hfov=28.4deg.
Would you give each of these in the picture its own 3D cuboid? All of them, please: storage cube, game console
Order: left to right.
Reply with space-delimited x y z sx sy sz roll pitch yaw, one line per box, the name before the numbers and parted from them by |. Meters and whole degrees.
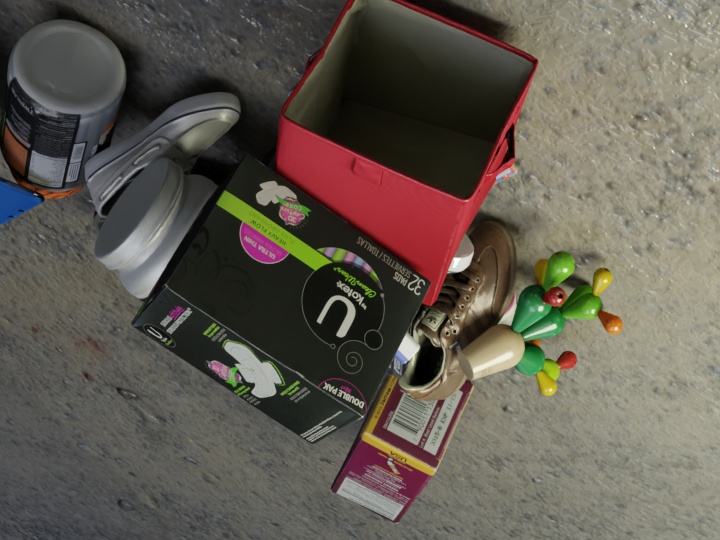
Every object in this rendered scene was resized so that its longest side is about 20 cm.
game console | -0.447 -0.137 1.583 0.200 0.117 0.172 -13 90 60
storage cube | 0.034 -0.107 1.261 0.199 0.172 0.180 25 149 6

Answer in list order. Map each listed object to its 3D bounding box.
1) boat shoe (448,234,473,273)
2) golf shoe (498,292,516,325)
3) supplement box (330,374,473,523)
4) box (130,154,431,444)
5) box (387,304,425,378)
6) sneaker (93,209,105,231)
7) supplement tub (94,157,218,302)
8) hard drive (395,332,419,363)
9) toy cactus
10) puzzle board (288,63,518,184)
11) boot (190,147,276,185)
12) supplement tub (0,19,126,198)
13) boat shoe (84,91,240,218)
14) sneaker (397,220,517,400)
boat shoe | 0.022 -0.031 1.391 0.199 0.072 0.068 25 120 28
golf shoe | 0.085 0.044 1.570 0.198 0.076 0.092 10 150 32
supplement box | 0.050 0.211 1.779 0.103 0.132 0.200 27 149 1
box | -0.070 0.028 1.236 0.199 0.149 0.124 34 152 -11
box | 0.000 0.000 1.507 0.160 0.049 0.202 20 126 26
sneaker | -0.241 -0.024 1.706 0.198 0.088 0.074 21 148 11
supplement tub | -0.157 -0.007 1.455 0.200 0.141 0.140 37 148 -24
hard drive | -0.027 0.004 1.399 0.200 0.025 0.132 45 180 -9
toy cactus | 0.179 0.070 1.453 0.103 0.164 0.201 55 160 24
puzzle board | 0.038 -0.135 1.400 0.200 0.017 0.150 40 147 -17
boot | -0.153 -0.094 1.571 0.199 0.066 0.166 19 146 22
supplement tub | -0.324 -0.166 1.533 0.122 0.123 0.200 30 149 -3
boat shoe | -0.205 -0.118 1.494 0.199 0.066 0.072 -25 156 18
sneaker | 0.099 0.046 1.457 0.070 0.075 0.202 29 108 33
